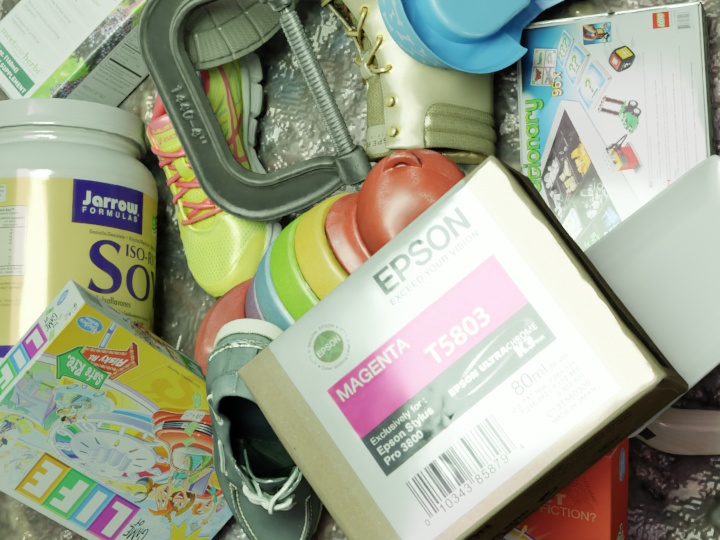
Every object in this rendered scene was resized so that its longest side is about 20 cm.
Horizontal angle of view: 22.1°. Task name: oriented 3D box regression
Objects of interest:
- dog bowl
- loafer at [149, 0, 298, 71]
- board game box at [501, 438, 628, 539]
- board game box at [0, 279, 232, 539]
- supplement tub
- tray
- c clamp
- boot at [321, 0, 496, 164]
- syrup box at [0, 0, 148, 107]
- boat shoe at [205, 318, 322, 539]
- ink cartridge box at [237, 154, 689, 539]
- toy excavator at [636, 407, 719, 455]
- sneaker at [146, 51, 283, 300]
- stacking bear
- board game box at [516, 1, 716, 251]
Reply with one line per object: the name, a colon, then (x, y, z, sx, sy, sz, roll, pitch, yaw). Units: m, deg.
dog bowl: (0.092, -0.207, 1.211, 0.200, 0.050, 0.112, -41, 105, -23)
loafer: (-0.078, -0.204, 1.285, 0.200, 0.072, 0.063, -43, 25, -23)
board game box: (0.086, 0.177, 1.134, 0.153, 0.040, 0.201, 7, 118, 22)
board game box: (-0.156, 0.111, 1.215, 0.135, 0.200, 0.034, -49, 37, 6)
supplement tub: (-0.213, -0.007, 1.282, 0.145, 0.145, 0.201, -3, 79, 20)
tray: (0.187, 0.015, 1.116, 0.200, 0.022, 0.107, -36, 65, -26)
c clamp: (-0.049, -0.116, 1.208, 0.170, 0.027, 0.200, -24, 105, 23)
boot: (0.004, -0.152, 1.236, 0.199, 0.073, 0.156, 7, 84, -18)
syrup box: (-0.176, -0.194, 1.340, 0.200, 0.081, 0.079, -45, 69, 8)
boat shoe: (-0.066, 0.123, 1.183, 0.073, 0.200, 0.062, 1, 40, 7)
ink cartridge box: (0.056, 0.062, 1.047, 0.200, 0.075, 0.165, -41, 71, 10)
toy excavator: (0.144, 0.076, 1.156, 0.194, 0.200, 0.100, -37, 23, 48)
sneaker: (-0.113, -0.076, 1.282, 0.078, 0.090, 0.201, -19, 71, 30)
stacking bear: (0.000, 0.000, 1.177, 0.200, 0.121, 0.114, -45, 22, 40)
board game box: (0.169, -0.070, 1.213, 0.126, 0.035, 0.201, -5, 78, 18)
